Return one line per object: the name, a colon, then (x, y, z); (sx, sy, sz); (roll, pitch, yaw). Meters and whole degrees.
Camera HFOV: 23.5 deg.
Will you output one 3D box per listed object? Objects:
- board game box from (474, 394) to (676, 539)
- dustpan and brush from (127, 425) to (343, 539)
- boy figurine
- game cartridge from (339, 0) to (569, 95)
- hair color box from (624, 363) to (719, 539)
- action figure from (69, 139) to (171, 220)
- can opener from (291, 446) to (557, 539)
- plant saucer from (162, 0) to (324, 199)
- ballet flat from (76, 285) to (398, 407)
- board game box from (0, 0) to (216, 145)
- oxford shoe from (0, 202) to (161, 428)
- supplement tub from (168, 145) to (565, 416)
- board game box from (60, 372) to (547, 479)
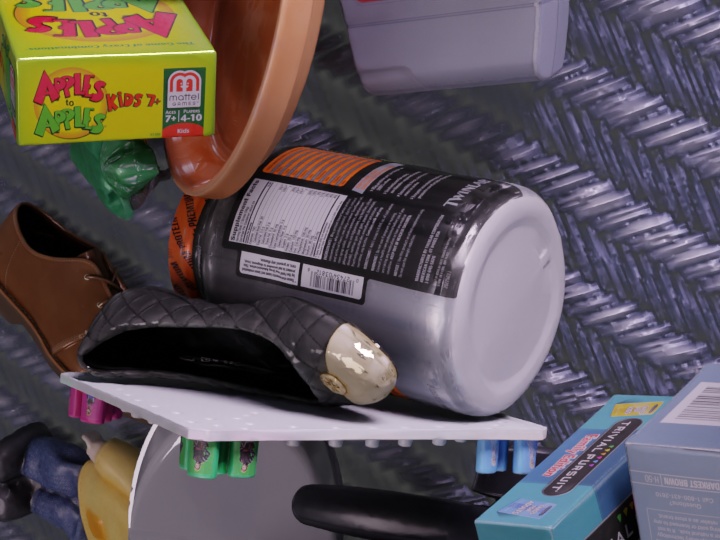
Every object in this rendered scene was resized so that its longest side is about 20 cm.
board game box: (0.136, 0.188, 0.899); (0.047, 0.151, 0.202); (-1, 110, 37)
dustpan and brush: (-0.072, 0.090, 1.074); (0.138, 0.057, 0.202); (6, 118, 2)
boy figurine: (-0.168, 0.176, 1.197); (0.199, 0.064, 0.126); (21, 120, 33)
game cartridge: (0.038, -0.191, 0.878); (0.132, 0.041, 0.202); (-2, 109, 35)
hair color box: (0.194, 0.159, 0.874); (0.060, 0.099, 0.202); (1, 111, 37)
action figure: (-0.141, -0.078, 0.989); (0.200, 0.054, 0.119); (-127, 23, -68)
can opener: (0.053, 0.145, 1.007); (0.198, 0.063, 0.079); (-3, 65, 31)
plant saucer: (-0.061, -0.137, 0.917); (0.200, 0.032, 0.202); (-171, 90, -68)
ballet flat: (-0.063, 0.047, 0.892); (0.199, 0.057, 0.067); (5, 133, 39)
board game box: (-0.149, -0.130, 0.943); (0.200, 0.101, 0.048); (-123, 34, -58)
oxford shoe: (-0.171, 0.029, 1.128); (0.199, 0.071, 0.072); (38, 120, 18)
supplement tub: (0.000, 0.000, 0.939); (0.199, 0.122, 0.124); (13, 118, 35)
board game box: (-0.036, 0.080, 0.917); (0.199, 0.198, 0.026); (11, 97, 61)
